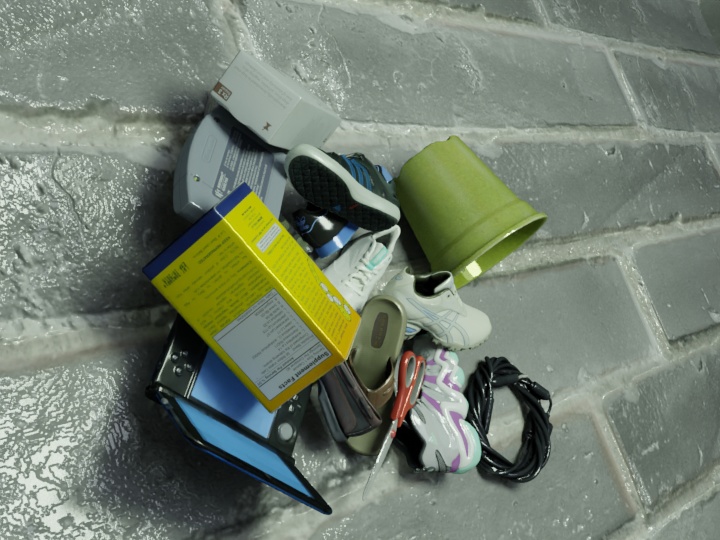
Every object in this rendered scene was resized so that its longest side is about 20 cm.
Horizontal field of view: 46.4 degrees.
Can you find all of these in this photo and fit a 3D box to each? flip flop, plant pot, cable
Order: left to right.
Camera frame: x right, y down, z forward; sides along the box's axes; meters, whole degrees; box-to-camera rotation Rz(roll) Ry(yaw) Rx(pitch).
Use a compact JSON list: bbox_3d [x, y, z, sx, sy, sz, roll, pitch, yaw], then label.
[{"bbox_3d":[0.015,0.129,1.045,0.081,0.058,0.201,12,86,5],"label":"flip flop"},{"bbox_3d":[0.147,-0.094,1.267,0.200,0.200,0.185,-21,72,-47],"label":"plant pot"},{"bbox_3d":[0.220,0.218,1.249,0.163,0.051,0.200,49,44,-12],"label":"cable"}]

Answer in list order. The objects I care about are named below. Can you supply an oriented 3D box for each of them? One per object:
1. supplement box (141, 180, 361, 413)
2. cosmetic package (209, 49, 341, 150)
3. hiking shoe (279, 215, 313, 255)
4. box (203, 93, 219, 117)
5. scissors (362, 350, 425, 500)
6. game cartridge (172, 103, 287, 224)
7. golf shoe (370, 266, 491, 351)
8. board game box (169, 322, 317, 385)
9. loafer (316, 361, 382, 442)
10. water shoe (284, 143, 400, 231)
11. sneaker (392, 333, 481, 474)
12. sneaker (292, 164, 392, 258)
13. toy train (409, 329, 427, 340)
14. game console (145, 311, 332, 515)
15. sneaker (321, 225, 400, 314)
[{"bbox_3d":[-0.108,0.026,0.877,0.200,0.109,0.110,50,20,-10],"label":"supplement box"},{"bbox_3d":[-0.102,-0.209,1.081,0.102,0.074,0.200,39,9,7],"label":"cosmetic package"},{"bbox_3d":[-0.152,-0.024,1.025,0.101,0.076,0.200,53,35,12],"label":"hiking shoe"},{"bbox_3d":[-0.186,-0.154,1.075,0.039,0.041,0.201,27,53,-31],"label":"box"},{"bbox_3d":[0.044,0.193,1.035,0.073,0.014,0.201,56,46,-57],"label":"scissors"},{"bbox_3d":[-0.153,-0.111,1.003,0.133,0.041,0.201,38,36,-26],"label":"game cartridge"},{"bbox_3d":[0.114,0.049,1.136,0.199,0.097,0.078,11,35,-34],"label":"golf shoe"},{"bbox_3d":[-0.118,0.092,0.989,0.200,0.034,0.135,-25,98,-47],"label":"board game box"},{"bbox_3d":[-0.029,0.102,0.995,0.072,0.063,0.201,-58,132,-77],"label":"loafer"},{"bbox_3d":[-0.025,-0.121,1.100,0.200,0.071,0.079,34,45,-42],"label":"water shoe"},{"bbox_3d":[0.073,0.174,1.116,0.139,0.078,0.201,3,54,-32],"label":"sneaker"},{"bbox_3d":[-0.023,-0.105,1.180,0.078,0.070,0.200,53,44,-18],"label":"sneaker"},{"bbox_3d":[0.037,0.087,1.149,0.199,0.046,0.034,-12,76,-46],"label":"toy train"},{"bbox_3d":[-0.107,0.139,0.875,0.200,0.118,0.171,39,54,-35],"label":"game console"},{"bbox_3d":[0.000,0.000,1.119,0.075,0.088,0.200,45,39,-15],"label":"sneaker"}]
